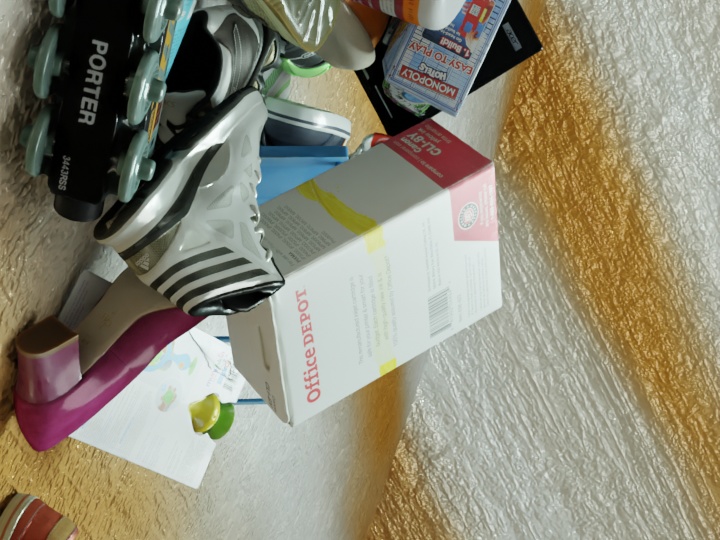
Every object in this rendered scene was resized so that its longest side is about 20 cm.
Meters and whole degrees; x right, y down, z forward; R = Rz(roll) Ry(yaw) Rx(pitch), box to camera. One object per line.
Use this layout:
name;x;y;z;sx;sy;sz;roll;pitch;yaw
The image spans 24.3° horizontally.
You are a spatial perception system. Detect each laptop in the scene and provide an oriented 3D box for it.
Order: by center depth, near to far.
laptop;0.051;-0.219;1.449;0.103;0.178;0.200;-26;175;-11

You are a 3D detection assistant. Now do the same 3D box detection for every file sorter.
file sorter;-0.082;0.008;1.374;0.200;0.138;0.123;99;-13;-52

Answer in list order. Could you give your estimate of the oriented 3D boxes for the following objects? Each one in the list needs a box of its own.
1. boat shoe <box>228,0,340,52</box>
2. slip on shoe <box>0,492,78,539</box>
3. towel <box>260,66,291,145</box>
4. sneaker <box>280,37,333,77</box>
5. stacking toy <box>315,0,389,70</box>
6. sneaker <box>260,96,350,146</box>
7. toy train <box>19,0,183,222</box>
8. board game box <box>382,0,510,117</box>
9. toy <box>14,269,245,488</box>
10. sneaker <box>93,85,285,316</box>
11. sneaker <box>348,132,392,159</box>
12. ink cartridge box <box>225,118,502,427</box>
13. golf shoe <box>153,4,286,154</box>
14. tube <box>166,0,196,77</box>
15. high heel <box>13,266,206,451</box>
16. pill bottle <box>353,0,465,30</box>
boat shoe;-0.075;-0.202;1.028;0.072;0.066;0.201;-68;153;-16
slip on shoe;-0.259;0.260;1.304;0.074;0.061;0.200;-58;167;-55
towel;-0.083;-0.167;1.459;0.200;0.023;0.153;102;13;-45
sneaker;-0.033;-0.258;1.349;0.084;0.077;0.201;21;76;-63
stacking toy;0.011;-0.262;1.251;0.200;0.146;0.146;-47;167;-8
sneaker;-0.051;-0.104;1.485;0.200;0.078;0.080;20;86;-84
toy train;-0.151;-0.130;1.015;0.114;0.085;0.200;-76;180;-62
board game box;0.065;-0.197;1.239;0.200;0.062;0.200;-67;-171;-17
toy;-0.177;0.084;1.287;0.200;0.047;0.115;32;79;-44
sneaker;-0.092;-0.036;1.123;0.076;0.115;0.201;-30;-163;36
sneaker;0.018;-0.085;1.514;0.200;0.070;0.094;-89;-165;-68
ink cartridge box;0.000;0.000;1.225;0.200;0.083;0.145;-29;137;-23
golf shoe;-0.132;-0.104;1.230;0.094;0.078;0.200;8;103;-62
tube;-0.147;-0.136;1.115;0.077;0.050;0.200;-43;158;-60
high heel;-0.167;0.054;1.219;0.200;0.067;0.096;-23;135;-32
pill bottle;-0.017;-0.244;1.118;0.113;0.200;0.113;21;90;-80
